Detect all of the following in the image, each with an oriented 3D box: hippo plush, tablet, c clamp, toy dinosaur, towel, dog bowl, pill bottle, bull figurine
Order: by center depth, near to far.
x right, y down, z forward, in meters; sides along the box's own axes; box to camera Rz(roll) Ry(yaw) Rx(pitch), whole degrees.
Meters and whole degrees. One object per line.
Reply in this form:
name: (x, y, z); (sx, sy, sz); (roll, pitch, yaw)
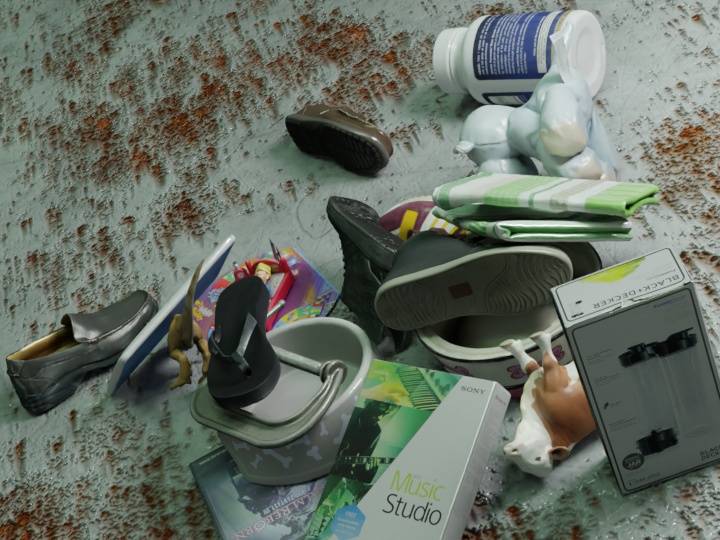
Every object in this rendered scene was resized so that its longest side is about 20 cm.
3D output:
bull figurine: (0.202, 0.103, 1.488); (0.199, 0.122, 0.065); (-26, 5, -16)
c clamp: (-0.086, 0.102, 1.594); (0.171, 0.027, 0.199); (-40, 36, -22)
towel: (0.188, -0.072, 1.614); (0.198, 0.031, 0.149); (6, 12, 24)
dog bowl: (0.156, 0.047, 1.614); (0.198, 0.074, 0.201); (-17, 35, 12)
towel: (0.172, -0.052, 1.621); (0.151, 0.024, 0.200); (-2, 9, -14)
dog bowl: (-0.062, 0.125, 1.625); (0.198, 0.059, 0.201); (-16, 33, 11)
toy dinosaur: (-0.192, 0.070, 1.747); (0.060, 0.107, 0.200); (-15, -11, -15)
hippo plush: (0.182, -0.143, 1.772); (0.159, 0.202, 0.159); (-18, 11, 23)
tablet: (-0.215, 0.049, 1.809); (0.200, 0.014, 0.130); (-50, -2, -26)
pill bottle: (0.193, -0.262, 1.981); (0.198, 0.112, 0.111); (3, 42, 34)

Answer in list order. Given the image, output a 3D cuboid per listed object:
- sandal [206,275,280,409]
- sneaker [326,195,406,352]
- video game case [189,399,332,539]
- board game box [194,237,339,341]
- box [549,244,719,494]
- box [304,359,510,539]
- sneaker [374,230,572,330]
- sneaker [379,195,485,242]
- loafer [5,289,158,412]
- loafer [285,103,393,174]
sandal: (-0.126, 0.068, 1.612); (0.075, 0.043, 0.201); (-25, 34, 8)
sneaker: (0.003, 0.000, 1.754); (0.059, 0.105, 0.200); (6, 22, -30)
video game case: (-0.081, 0.217, 1.578); (0.142, 0.019, 0.200); (-28, 33, -5)
board game box: (-0.122, 0.025, 1.845); (0.157, 0.039, 0.200); (-31, 34, -11)
box: (0.248, 0.088, 1.386); (0.116, 0.201, 0.060); (-21, 33, 6)
box: (0.040, 0.186, 1.461); (0.143, 0.036, 0.202); (7, 67, 36)
sneaker: (0.113, -0.009, 1.587); (0.198, 0.075, 0.107); (-10, 31, 16)
sneaker: (0.095, -0.033, 1.762); (0.198, 0.075, 0.090); (-9, 31, 23)
loafer: (-0.322, 0.080, 1.867); (0.200, 0.073, 0.072); (-40, 36, -24)
loafer: (-0.020, -0.181, 2.036); (0.071, 0.073, 0.199); (-39, 37, -21)
